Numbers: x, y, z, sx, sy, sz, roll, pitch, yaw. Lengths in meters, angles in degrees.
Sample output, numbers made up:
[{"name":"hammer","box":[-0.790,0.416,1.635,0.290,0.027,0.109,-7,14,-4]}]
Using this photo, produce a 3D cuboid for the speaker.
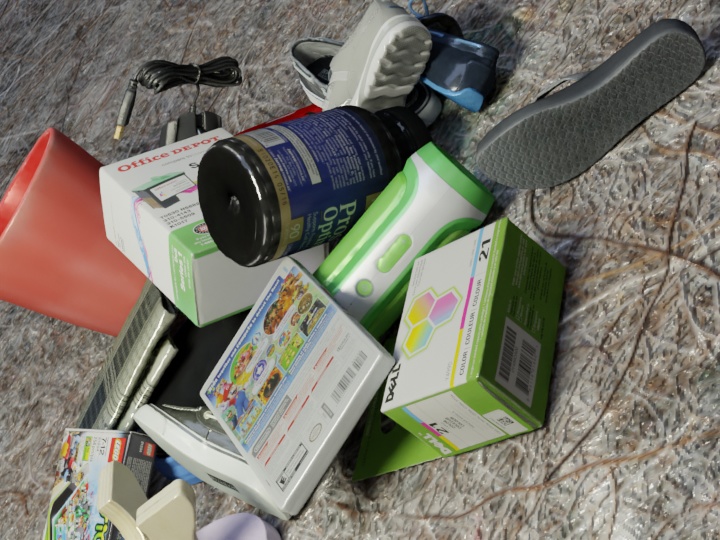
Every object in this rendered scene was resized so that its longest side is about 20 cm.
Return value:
[{"name":"speaker","box":[0.022,-0.010,1.304,0.200,0.088,0.089,-49,29,9]}]

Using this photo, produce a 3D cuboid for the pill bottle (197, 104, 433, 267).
[{"name":"pill bottle","box":[-0.034,-0.082,1.351,0.199,0.113,0.111,-19,11,-33]}]

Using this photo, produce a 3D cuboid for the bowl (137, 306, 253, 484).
[{"name":"bowl","box":[-0.141,0.104,1.458,0.200,0.039,0.202,-38,33,30]}]

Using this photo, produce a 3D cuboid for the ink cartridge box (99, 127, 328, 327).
[{"name":"ink cartridge box","box":[-0.142,-0.046,1.470,0.144,0.085,0.200,-21,37,-26]}]

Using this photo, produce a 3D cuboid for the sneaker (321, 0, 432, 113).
[{"name":"sneaker","box":[0.002,-0.168,1.449,0.201,0.074,0.082,-57,43,31]}]

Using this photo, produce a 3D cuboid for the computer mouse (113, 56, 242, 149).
[{"name":"computer mouse","box":[-0.190,-0.119,1.550,0.046,0.140,0.201,40,120,36]}]

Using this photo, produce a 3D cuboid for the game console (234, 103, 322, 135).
[{"name":"game console","box":[-0.101,-0.085,1.635,0.199,0.119,0.172,-13,17,49]}]

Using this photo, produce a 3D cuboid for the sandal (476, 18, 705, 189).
[{"name":"sandal","box":[0.182,-0.130,1.225,0.199,0.076,0.043,-31,36,16]}]

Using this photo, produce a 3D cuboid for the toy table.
[{"name":"toy table","box":[-0.173,0.255,1.272,0.200,0.117,0.184,-45,30,12]}]

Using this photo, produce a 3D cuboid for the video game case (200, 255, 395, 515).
[{"name":"video game case","box":[-0.056,0.086,1.233,0.144,0.018,0.200,-58,33,7]}]

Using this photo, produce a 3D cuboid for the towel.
[{"name":"towel","box":[-0.234,0.107,1.553,0.201,0.034,0.193,-63,15,6]}]

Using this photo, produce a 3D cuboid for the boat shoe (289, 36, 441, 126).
[{"name":"boat shoe","box":[-0.001,-0.188,1.518,0.072,0.068,0.200,-46,41,-11]}]

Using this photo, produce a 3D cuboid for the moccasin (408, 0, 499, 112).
[{"name":"moccasin","box":[0.075,-0.211,1.467,0.200,0.080,0.069,41,103,48]}]

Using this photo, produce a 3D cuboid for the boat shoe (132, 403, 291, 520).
[{"name":"boat shoe","box":[-0.114,0.150,1.327,0.199,0.071,0.064,22,66,38]}]

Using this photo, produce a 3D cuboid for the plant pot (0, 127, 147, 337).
[{"name":"plant pot","box":[-0.308,-0.030,1.683,0.201,0.176,0.201,-51,21,28]}]

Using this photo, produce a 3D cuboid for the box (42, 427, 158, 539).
[{"name":"box","box":[-0.246,0.246,1.402,0.110,0.035,0.202,-5,70,46]}]

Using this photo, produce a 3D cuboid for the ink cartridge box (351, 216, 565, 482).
[{"name":"ink cartridge box","box":[0.053,0.067,1.188,0.199,0.076,0.149,-24,40,41]}]
